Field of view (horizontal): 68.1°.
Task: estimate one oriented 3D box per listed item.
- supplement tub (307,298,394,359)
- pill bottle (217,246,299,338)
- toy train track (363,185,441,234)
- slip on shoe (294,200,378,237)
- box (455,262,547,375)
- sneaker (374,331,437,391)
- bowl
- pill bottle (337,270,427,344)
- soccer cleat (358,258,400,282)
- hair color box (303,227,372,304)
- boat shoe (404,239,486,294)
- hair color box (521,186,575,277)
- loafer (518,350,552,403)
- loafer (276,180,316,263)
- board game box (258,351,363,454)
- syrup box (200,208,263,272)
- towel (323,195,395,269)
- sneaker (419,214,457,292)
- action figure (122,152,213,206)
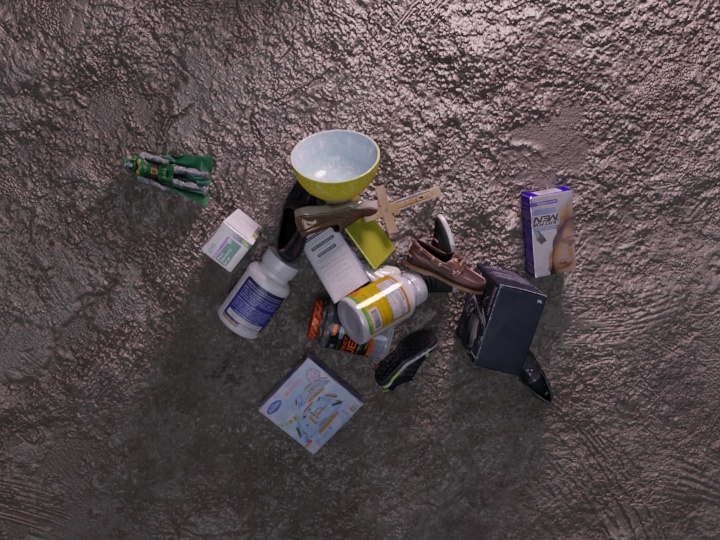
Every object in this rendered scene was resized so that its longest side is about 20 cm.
[{"bbox_3d":[-0.024,0.138,1.302,0.197,0.123,0.124,13,104,-7],"label":"supplement tub"},{"bbox_3d":[-0.237,0.049,1.264,0.119,0.120,0.201,35,101,-12],"label":"pill bottle"},{"bbox_3d":[0.097,-0.160,1.277,0.197,0.033,0.116,-20,103,-7],"label":"toy train track"},{"bbox_3d":[-0.050,-0.115,1.188,0.197,0.076,0.062,-8,84,-28],"label":"slip on shoe"},{"bbox_3d":[0.330,0.111,1.282,0.122,0.197,0.203,13,104,-8],"label":"box"},{"bbox_3d":[0.123,0.238,1.381,0.199,0.072,0.083,-39,128,8],"label":"sneaker"},{"bbox_3d":[-0.054,-0.214,1.189,0.197,0.202,0.109,-5,136,-3],"label":"bowl"},{"bbox_3d":[0.055,0.076,1.222,0.198,0.111,0.113,-26,108,-27],"label":"pill bottle"},{"bbox_3d":[0.000,0.000,1.297,0.197,0.069,0.079,-5,102,0],"label":"soccer cleat"},{"bbox_3d":[-0.066,-0.032,1.246,0.099,0.061,0.202,-32,80,5],"label":"hair color box"},{"bbox_3d":[0.203,-0.009,1.232,0.198,0.070,0.071,22,111,2],"label":"boat shoe"},{"bbox_3d":[0.461,-0.093,1.306,0.108,0.065,0.203,-10,107,-2],"label":"hair color box"},{"bbox_3d":[0.446,0.266,1.398,0.068,0.070,0.201,-36,105,6],"label":"loafer"},{"bbox_3d":[-0.148,-0.119,1.209,0.071,0.063,0.203,4,74,21],"label":"loafer"},{"bbox_3d":[-0.129,0.349,1.394,0.199,0.041,0.200,43,99,-14],"label":"board game box"},{"bbox_3d":[-0.280,-0.071,1.186,0.081,0.200,0.079,38,99,-13],"label":"syrup box"},{"bbox_3d":[-0.001,-0.105,1.268,0.086,0.018,0.201,-43,104,-25],"label":"towel"},{"bbox_3d":[0.176,-0.031,1.296,0.098,0.071,0.203,-12,110,-6],"label":"sneaker"},{"bbox_3d":[-0.442,-0.222,1.212,0.197,0.055,0.120,12,107,-3],"label":"action figure"}]
